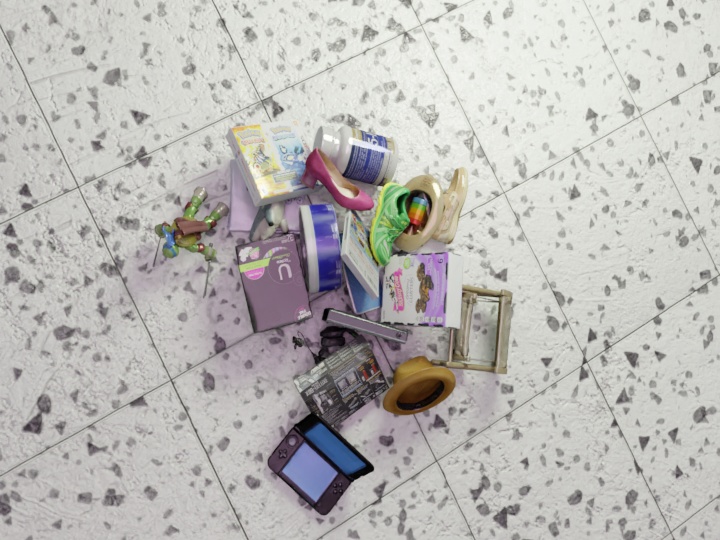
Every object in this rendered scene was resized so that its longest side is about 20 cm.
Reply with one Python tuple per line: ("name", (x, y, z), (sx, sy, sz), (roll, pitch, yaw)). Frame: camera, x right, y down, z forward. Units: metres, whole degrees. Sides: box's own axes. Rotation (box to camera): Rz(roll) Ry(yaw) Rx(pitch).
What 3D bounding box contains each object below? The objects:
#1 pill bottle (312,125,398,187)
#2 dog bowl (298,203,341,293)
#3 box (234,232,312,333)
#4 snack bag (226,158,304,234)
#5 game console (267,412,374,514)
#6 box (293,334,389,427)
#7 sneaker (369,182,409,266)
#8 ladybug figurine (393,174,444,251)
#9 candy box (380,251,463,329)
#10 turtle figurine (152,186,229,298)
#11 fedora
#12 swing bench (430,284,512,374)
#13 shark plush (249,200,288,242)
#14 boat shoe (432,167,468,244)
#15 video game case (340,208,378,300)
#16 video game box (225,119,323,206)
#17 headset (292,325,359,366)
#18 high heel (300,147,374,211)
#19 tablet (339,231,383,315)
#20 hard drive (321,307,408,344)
("pill bottle", (-0.015, -0.286, 1.345), (0.194, 0.119, 0.124), (10, 83, -21))
("dog bowl", (-0.096, -0.052, 1.286), (0.076, 0.200, 0.207), (-6, 86, -10))
("box", (-0.204, 0.032, 1.298), (0.144, 0.124, 0.207), (-13, 88, -9))
("snack bag", (-0.235, -0.190, 1.367), (0.193, 0.021, 0.195), (2, 85, -9))
("game console", (-0.097, 0.457, 1.281), (0.199, 0.116, 0.177), (42, 79, -3))
("box", (-0.042, 0.272, 1.301), (0.197, 0.050, 0.160), (-33, 124, -11))
("sneaker", (0.075, -0.112, 1.331), (0.081, 0.074, 0.207), (9, 89, 28))
("ladybug figurine", (0.146, -0.144, 1.388), (0.133, 0.072, 0.205), (24, 90, 22))
("candy box", (0.146, 0.049, 1.320), (0.070, 0.196, 0.174), (10, 81, -46))
("turtle figurine", (-0.407, -0.084, 1.301), (0.140, 0.203, 0.197), (16, 56, 20))
("fedora", (0.135, 0.272, 1.329), (0.194, 0.204, 0.083), (-10, 49, -10))
("swing bench", (0.293, 0.148, 1.369), (0.193, 0.130, 0.206), (7, 83, -9))
("shark plush", (-0.231, -0.173, 1.325), (0.081, 0.090, 0.207), (-2, 91, 20))
("boat shoe", (0.230, -0.175, 1.418), (0.063, 0.071, 0.206), (15, 84, -8))
("video game case", (0.003, -0.047, 1.295), (0.018, 0.203, 0.144), (-24, 123, 21))
("video game box", (-0.199, -0.262, 1.308), (0.197, 0.047, 0.186), (-21, 81, -40))
("headset", (-0.072, 0.193, 1.321), (0.195, 0.094, 0.127), (19, 81, -19))
("high heel", (-0.041, -0.214, 1.293), (0.196, 0.097, 0.068), (26, 42, -12))
("tablet", (0.000, 0.000, 1.357), (0.128, 0.013, 0.206), (-12, 86, -50))
("hard drive", (0.007, 0.132, 1.316), (0.194, 0.139, 0.034), (18, 84, -7))
